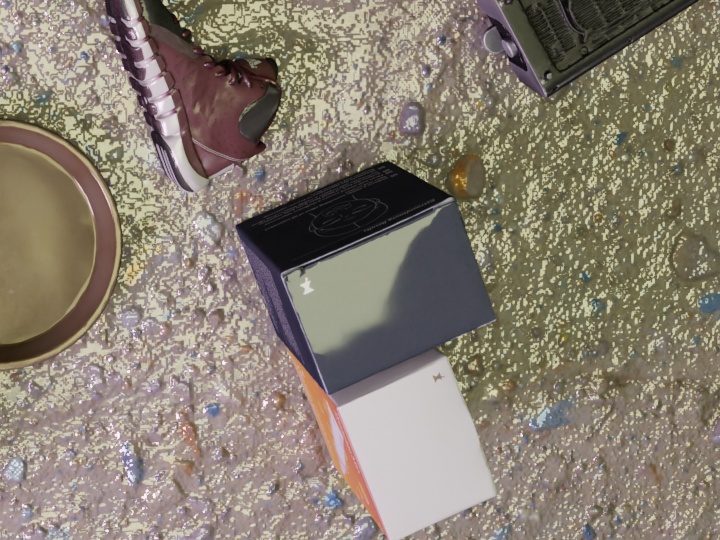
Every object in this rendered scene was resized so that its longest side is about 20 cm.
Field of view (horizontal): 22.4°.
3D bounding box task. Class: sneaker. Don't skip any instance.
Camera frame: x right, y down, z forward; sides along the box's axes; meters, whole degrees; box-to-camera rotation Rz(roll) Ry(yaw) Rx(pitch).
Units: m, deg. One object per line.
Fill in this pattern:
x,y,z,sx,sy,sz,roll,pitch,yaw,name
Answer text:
-0.128,-0.171,1.462,0.115,0.076,0.201,-24,117,-14,sneaker

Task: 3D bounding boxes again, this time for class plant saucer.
-0.290,-0.021,1.452,0.199,0.029,0.201,-1,93,-22,plant saucer

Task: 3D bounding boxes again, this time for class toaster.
0.172,-0.270,1.486,0.199,0.119,0.181,-33,108,-5,toaster

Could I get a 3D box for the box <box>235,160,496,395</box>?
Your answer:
0.000,0.000,1.456,0.148,0.200,0.108,-23,106,-8,box

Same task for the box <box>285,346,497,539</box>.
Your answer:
0.022,0.119,1.487,0.097,0.200,0.125,-24,106,-8,box
